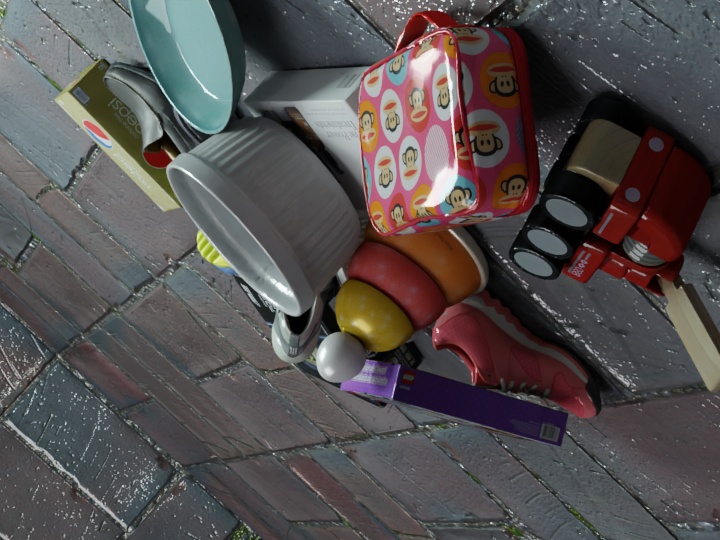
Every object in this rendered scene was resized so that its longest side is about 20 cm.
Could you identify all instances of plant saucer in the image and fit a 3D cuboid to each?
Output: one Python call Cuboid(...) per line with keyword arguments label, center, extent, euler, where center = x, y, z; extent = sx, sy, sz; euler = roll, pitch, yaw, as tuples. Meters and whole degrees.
Cuboid(label="plant saucer", center=(-0.165, -0.233, 1.469), extent=(0.200, 0.036, 0.200), euler=(44, 148, 37))

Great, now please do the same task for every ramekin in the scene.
Cuboid(label="ramekin", center=(-0.090, -0.061, 1.507), extent=(0.200, 0.105, 0.200), euler=(45, 166, 14))

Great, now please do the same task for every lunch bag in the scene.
Cuboid(label="lunch bag", center=(0.064, -0.122, 1.223), extent=(0.200, 0.082, 0.176), euler=(171, 92, -65))

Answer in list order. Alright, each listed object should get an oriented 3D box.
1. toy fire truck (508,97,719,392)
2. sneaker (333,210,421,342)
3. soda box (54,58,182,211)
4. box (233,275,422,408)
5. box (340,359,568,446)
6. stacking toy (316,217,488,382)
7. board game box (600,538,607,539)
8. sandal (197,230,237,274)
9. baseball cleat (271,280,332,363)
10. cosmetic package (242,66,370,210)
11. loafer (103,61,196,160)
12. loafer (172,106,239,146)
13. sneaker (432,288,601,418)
Cuboid(label="toy fire truck", center=(0.230, -0.013, 1.184), extent=(0.200, 0.129, 0.176), euler=(27, 159, 3))
Cuboid(label="sneaker", center=(0.000, 0.000, 1.679), extent=(0.079, 0.078, 0.200), euler=(26, 153, 45))
Cuboid(label="soda box", center=(-0.282, -0.166, 1.868), extent=(0.200, 0.064, 0.068), euler=(47, 160, -16))
Cuboid(label="box", center=(-0.040, 0.059, 1.868), extent=(0.164, 0.086, 0.200), euler=(22, 153, 44))
Cuboid(label="box", center=(0.096, 0.136, 1.559), extent=(0.200, 0.039, 0.137), euler=(18, 173, -22))
Cuboid(label="stacking toy", center=(0.021, 0.030, 1.520), extent=(0.146, 0.200, 0.146), euler=(36, 160, 15))
Cuboid(label="board game box", center=(0.400, 0.429, 1.931), extent=(0.200, 0.028, 0.135), euler=(49, 160, -21))
Cuboid(label="sandal", center=(-0.151, -0.055, 1.791), extent=(0.087, 0.079, 0.200), euler=(41, -164, -32))
Cuboid(label="baseball cleat", center=(-0.058, 0.002, 1.675), extent=(0.070, 0.200, 0.106), euler=(6, 147, -7))
Cuboid(label="cosmetic package", center=(-0.011, -0.126, 1.469), extent=(0.151, 0.052, 0.200), euler=(48, 160, -26))
Cuboid(label="loafer", center=(-0.229, -0.168, 1.750), extent=(0.200, 0.072, 0.073), euler=(37, 161, 13))
Cuboid(label="loafer", center=(-0.143, -0.131, 1.697), extent=(0.200, 0.072, 0.063), euler=(54, 174, -24))
Cuboid(label="sneaker", center=(0.161, 0.105, 1.590), extent=(0.200, 0.087, 0.074), euler=(37, 161, 9))
